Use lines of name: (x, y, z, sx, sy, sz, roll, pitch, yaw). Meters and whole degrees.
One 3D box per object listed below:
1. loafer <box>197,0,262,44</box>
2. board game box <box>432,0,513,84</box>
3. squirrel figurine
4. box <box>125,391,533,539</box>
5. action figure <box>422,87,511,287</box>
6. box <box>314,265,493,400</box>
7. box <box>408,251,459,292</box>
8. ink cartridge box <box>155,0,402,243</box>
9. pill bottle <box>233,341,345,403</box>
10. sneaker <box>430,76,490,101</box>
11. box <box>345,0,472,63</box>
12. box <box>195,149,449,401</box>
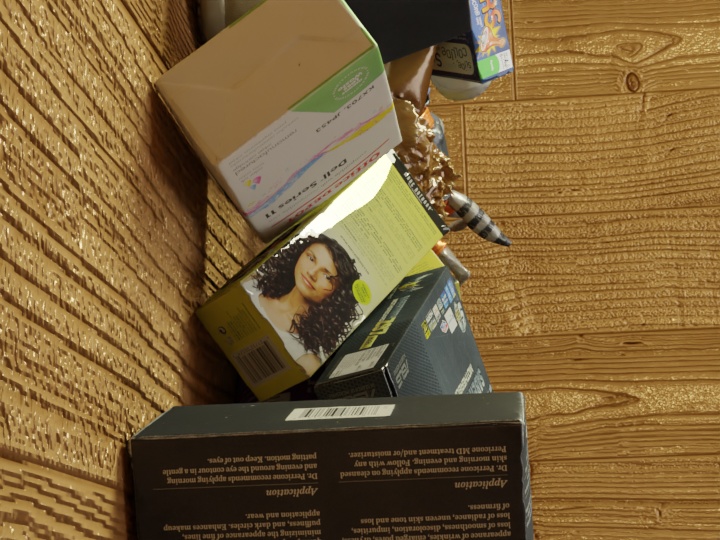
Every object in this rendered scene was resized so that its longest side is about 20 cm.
loafer: (-0.062, -0.135, 1.070, 0.200, 0.068, 0.076, 76, 12, -61)
board game box: (0.037, -0.226, 1.265, 0.200, 0.034, 0.136, 21, -52, 55)
squirrel figurine: (-0.009, -0.117, 1.255, 0.201, 0.141, 0.187, 65, -18, 10)
box: (-0.008, 0.163, 0.825, 0.104, 0.198, 0.184, -33, 120, -84)
action figure: (0.071, -0.104, 1.534, 0.194, 0.104, 0.201, 62, 36, -32)
box: (0.042, 0.102, 1.012, 0.200, 0.051, 0.159, -49, 122, -67)
box: (0.016, -0.018, 1.363, 0.200, 0.050, 0.076, 51, -18, 40)
ink cartridge box: (-0.041, -0.089, 0.971, 0.067, 0.117, 0.200, 52, -3, 15)
pill bottle: (-0.029, 0.076, 1.081, 0.112, 0.111, 0.201, 81, 8, -45)
sneaker: (0.074, -0.254, 1.371, 0.115, 0.075, 0.201, 43, 45, -64)
box: (-0.014, -0.276, 1.092, 0.199, 0.122, 0.201, 79, -10, -61)
box: (-0.019, -0.002, 1.024, 0.075, 0.050, 0.200, 53, 40, -9)
